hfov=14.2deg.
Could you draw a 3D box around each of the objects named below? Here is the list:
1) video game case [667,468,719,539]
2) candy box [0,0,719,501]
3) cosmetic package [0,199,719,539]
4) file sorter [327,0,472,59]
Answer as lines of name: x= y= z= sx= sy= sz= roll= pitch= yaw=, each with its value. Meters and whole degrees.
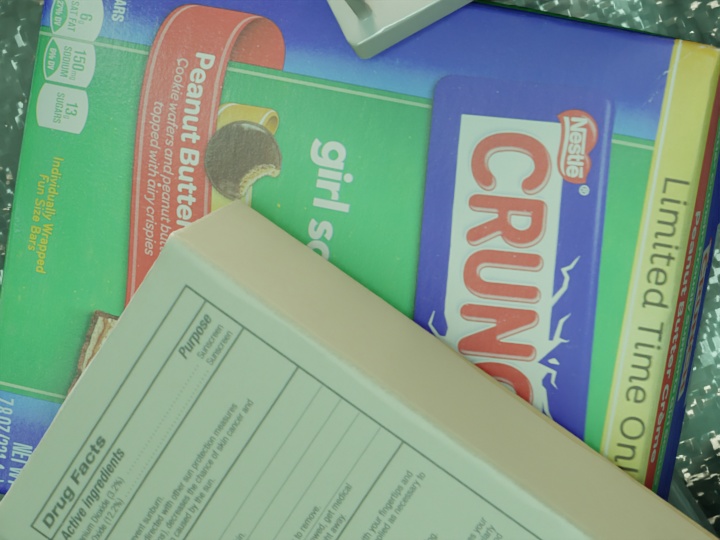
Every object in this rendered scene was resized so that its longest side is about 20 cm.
video game case: x=0.027 y=0.134 z=0.908 sx=0.199 sy=0.018 sz=0.144 roll=-33 pitch=94 yaw=13
candy box: x=0.000 y=0.000 z=0.848 sx=0.199 sy=0.077 sz=0.170 roll=11 pitch=97 yaw=11
cosmetic package: x=0.012 y=0.081 z=0.779 sx=0.200 sy=0.073 sz=0.104 roll=37 pitch=105 yaw=6
file sorter: x=0.005 y=-0.189 z=0.763 sx=0.138 sy=0.125 sz=0.201 roll=-28 pitch=73 yaw=6
